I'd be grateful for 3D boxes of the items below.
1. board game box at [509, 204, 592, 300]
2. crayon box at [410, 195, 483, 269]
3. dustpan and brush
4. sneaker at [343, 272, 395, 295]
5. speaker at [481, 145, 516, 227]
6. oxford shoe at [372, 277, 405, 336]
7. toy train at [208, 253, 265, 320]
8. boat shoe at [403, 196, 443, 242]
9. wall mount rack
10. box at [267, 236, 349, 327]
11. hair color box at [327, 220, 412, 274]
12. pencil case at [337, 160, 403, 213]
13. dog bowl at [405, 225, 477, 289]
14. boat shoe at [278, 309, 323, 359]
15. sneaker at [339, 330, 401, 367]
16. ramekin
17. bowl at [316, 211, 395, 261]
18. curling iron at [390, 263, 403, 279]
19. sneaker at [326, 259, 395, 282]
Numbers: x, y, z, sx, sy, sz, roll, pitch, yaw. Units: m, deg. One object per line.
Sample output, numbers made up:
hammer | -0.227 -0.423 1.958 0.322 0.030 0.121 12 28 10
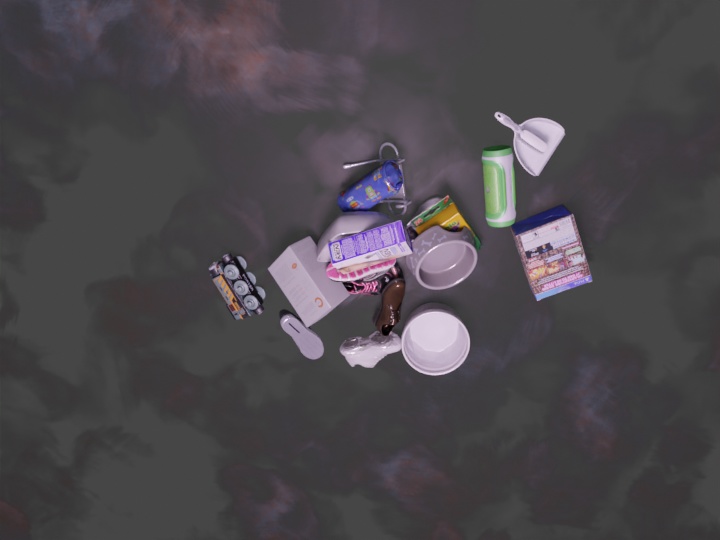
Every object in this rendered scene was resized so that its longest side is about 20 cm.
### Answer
board game box | 0.519 -0.049 1.630 0.156 0.097 0.203 -20 108 11
crayon box | 0.234 -0.097 1.608 0.126 0.051 0.200 -34 134 15
dustpan and brush | 0.422 -0.349 1.534 0.198 0.057 0.141 31 102 -8
sneaker | 0.007 0.043 1.702 0.195 0.096 0.081 4 110 1
speaker | 0.368 -0.223 1.580 0.086 0.089 0.204 -6 110 6
oxford shoe | 0.095 0.107 1.698 0.071 0.085 0.203 -5 133 -22
toy train | -0.362 0.050 1.740 0.112 0.086 0.202 -23 108 22
boat shoe | 0.157 -0.119 1.643 0.199 0.069 0.072 -38 104 16
wall mount rack | 0.050 -0.235 1.609 0.171 0.074 0.204 5 115 39
box | -0.144 0.031 1.655 0.124 0.097 0.202 -39 84 40
hair color box | 0.027 -0.057 1.522 0.196 0.109 0.066 -16 73 11
pencil case | 0.026 -0.204 1.546 0.198 0.078 0.088 -28 97 43
dog bowl | 0.222 -0.030 1.591 0.195 0.059 0.203 -10 135 -10
boat shoe | -0.174 0.184 1.783 0.071 0.071 0.201 -33 126 1
sneaker | 0.041 0.242 1.789 0.196 0.078 0.101 -10 122 24
ramekin | 0.215 0.190 1.738 0.195 0.105 0.205 1 111 3
bowl | -0.013 -0.096 1.597 0.196 0.200 0.076 -3 70 -25
curling iron | 0.074 -0.057 1.690 0.025 0.050 0.203 -24 102 11
sneaker | 0.000 0.000 1.646 0.196 0.075 0.088 -15 156 -14
